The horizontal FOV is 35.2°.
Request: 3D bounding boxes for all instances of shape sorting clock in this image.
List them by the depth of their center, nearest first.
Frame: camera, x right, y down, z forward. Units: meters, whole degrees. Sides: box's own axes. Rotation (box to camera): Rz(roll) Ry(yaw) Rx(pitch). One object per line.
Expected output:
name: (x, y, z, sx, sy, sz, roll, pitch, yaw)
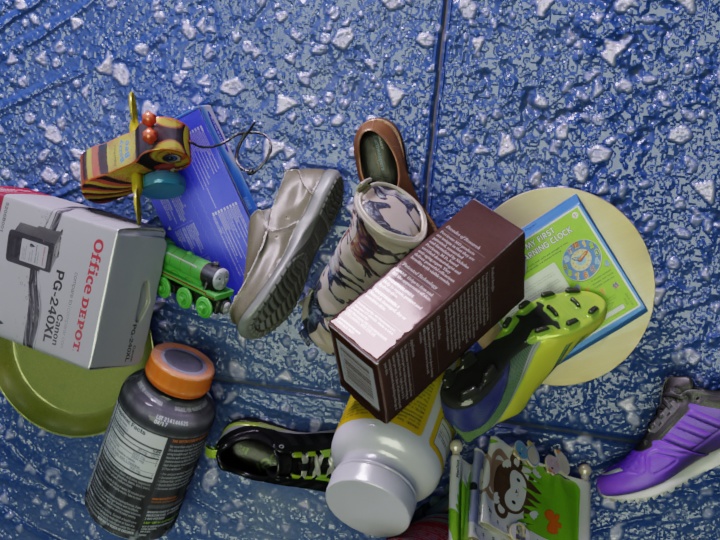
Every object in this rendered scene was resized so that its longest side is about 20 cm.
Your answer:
shape sorting clock: (0.199, 0.016, 1.155, 0.197, 0.039, 0.203, 3, 101, 16)

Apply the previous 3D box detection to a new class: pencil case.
pencil case: (0.000, 0.000, 1.129, 0.089, 0.078, 0.201, 30, 133, 3)

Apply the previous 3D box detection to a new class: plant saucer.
plant saucer: (-0.320, 0.085, 1.268, 0.197, 0.031, 0.203, 2, 99, 10)

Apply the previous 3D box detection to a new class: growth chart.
growth chart: (0.158, 0.232, 1.109, 0.018, 0.198, 0.147, -33, 49, 47)

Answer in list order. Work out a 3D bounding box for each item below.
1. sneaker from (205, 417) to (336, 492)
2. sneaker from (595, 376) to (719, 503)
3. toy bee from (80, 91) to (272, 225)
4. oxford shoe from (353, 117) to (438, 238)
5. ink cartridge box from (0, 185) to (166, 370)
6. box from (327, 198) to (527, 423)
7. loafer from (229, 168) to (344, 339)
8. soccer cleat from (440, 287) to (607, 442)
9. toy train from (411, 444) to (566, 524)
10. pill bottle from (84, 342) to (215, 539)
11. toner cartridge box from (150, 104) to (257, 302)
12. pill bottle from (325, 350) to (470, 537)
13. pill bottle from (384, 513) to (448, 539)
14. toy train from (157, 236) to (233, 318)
sneaker: (-0.068, 0.210, 1.215, 0.197, 0.083, 0.073, 6, 101, 9)
sneaker: (0.320, 0.159, 1.148, 0.198, 0.070, 0.101, -26, 87, 9)
toy bee: (-0.207, -0.125, 1.125, 0.199, 0.109, 0.132, -33, 66, 10)
oxford shoe: (0.034, -0.055, 1.160, 0.070, 0.071, 0.202, -20, 97, 11)
ink cartridge box: (-0.313, 0.005, 1.173, 0.198, 0.083, 0.147, 16, 96, 25)
box: (0.066, 0.036, 1.064, 0.199, 0.101, 0.075, -38, 55, -22)
loafer: (-0.085, -0.022, 1.159, 0.069, 0.076, 0.202, 20, 64, 18)
soccer cleat: (0.159, 0.090, 1.100, 0.199, 0.065, 0.084, -34, 130, -18)
toy train: (0.123, 0.274, 1.195, 0.200, 0.085, 0.114, -43, 80, 14)
pill bottle: (-0.219, 0.179, 1.214, 0.105, 0.106, 0.202, 25, 111, 5)
toner cartridge box: (-0.162, -0.064, 1.208, 0.094, 0.043, 0.202, -23, 95, 13)
pill bottle: (0.037, 0.153, 1.116, 0.111, 0.201, 0.113, 13, 136, 13)
pill bottle: (0.050, 0.305, 1.073, 0.111, 0.199, 0.114, 0, 91, 25)
toy train: (-0.208, -0.007, 1.191, 0.198, 0.042, 0.057, 22, 112, 32)
